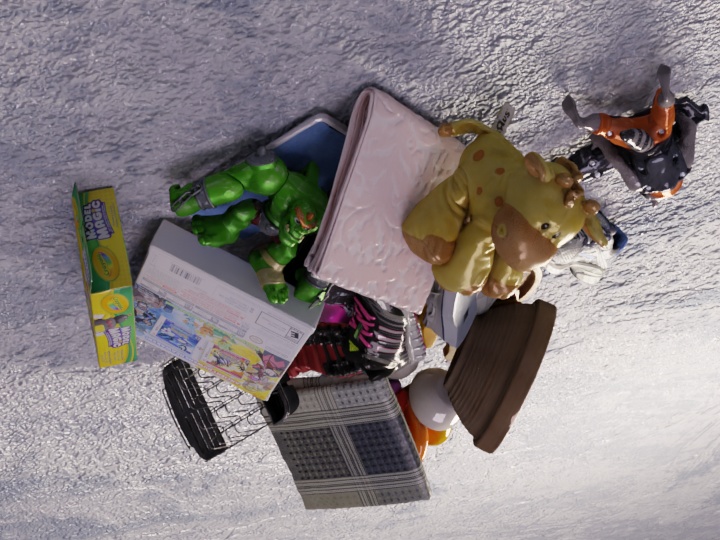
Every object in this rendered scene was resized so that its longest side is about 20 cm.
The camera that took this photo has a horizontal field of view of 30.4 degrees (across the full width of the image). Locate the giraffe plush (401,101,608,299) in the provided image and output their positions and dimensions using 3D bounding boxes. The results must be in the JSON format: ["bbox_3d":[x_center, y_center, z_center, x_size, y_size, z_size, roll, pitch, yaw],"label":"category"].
[{"bbox_3d":[0.160,-0.058,1.316,0.171,0.203,0.162,9,-171,-33],"label":"giraffe plush"}]

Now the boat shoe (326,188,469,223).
[{"bbox_3d":[0.051,-0.060,1.448,0.198,0.075,0.076,2,151,-37],"label":"boat shoe"}]

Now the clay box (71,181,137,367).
[{"bbox_3d":[-0.261,0.004,1.356,0.047,0.116,0.201,-9,154,-14],"label":"clay box"}]

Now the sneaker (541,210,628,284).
[{"bbox_3d":[0.265,-0.045,1.628,0.085,0.078,0.199,-41,153,24],"label":"sneaker"}]

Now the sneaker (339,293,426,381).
[{"bbox_3d":[0.015,0.065,1.503,0.087,0.074,0.201,-36,146,-8],"label":"sneaker"}]

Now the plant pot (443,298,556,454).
[{"bbox_3d":[0.164,0.118,1.657,0.092,0.202,0.202,25,149,2],"label":"plant pot"}]

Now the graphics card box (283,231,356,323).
[{"bbox_3d":[0.000,0.000,1.528,0.198,0.051,0.126,8,124,-38],"label":"graphics card box"}]

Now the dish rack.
[{"bbox_3d":[-0.174,0.148,1.655,0.199,0.155,0.054,-32,169,31],"label":"dish rack"}]

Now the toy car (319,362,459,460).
[{"bbox_3d":[0.026,0.174,1.750,0.150,0.200,0.175,-42,-178,-36],"label":"toy car"}]

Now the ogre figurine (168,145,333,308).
[{"bbox_3d":[-0.086,-0.051,1.340,0.120,0.200,0.098,-41,-170,25],"label":"ogre figurine"}]

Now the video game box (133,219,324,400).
[{"bbox_3d":[-0.159,0.049,1.473,0.198,0.047,0.183,28,140,-7],"label":"video game box"}]

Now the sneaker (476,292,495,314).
[{"bbox_3d":[0.157,-0.019,1.582,0.078,0.075,0.201,0,140,-29],"label":"sneaker"}]

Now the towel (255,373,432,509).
[{"bbox_3d":[-0.020,0.219,1.693,0.197,0.035,0.195,-10,116,29],"label":"towel"}]

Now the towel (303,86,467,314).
[{"bbox_3d":[0.033,-0.065,1.350,0.032,0.194,0.199,18,177,37],"label":"towel"}]

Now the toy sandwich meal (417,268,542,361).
[{"bbox_3d":[0.154,0.050,1.732,0.202,0.071,0.206,-13,154,-6],"label":"toy sandwich meal"}]

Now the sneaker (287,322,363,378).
[{"bbox_3d":[-0.049,0.093,1.662,0.198,0.072,0.098,-8,-169,33],"label":"sneaker"}]

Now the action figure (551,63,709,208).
[{"bbox_3d":[0.286,-0.125,1.436,0.198,0.106,0.193,-28,142,18],"label":"action figure"}]

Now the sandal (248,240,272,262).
[{"bbox_3d":[-0.089,0.042,1.580,0.076,0.070,0.212,-16,154,0],"label":"sandal"}]

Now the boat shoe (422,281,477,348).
[{"bbox_3d":[0.088,0.017,1.500,0.085,0.075,0.202,28,162,14],"label":"boat shoe"}]

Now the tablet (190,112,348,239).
[{"bbox_3d":[-0.084,-0.095,1.379,0.198,0.014,0.130,-28,152,24],"label":"tablet"}]
